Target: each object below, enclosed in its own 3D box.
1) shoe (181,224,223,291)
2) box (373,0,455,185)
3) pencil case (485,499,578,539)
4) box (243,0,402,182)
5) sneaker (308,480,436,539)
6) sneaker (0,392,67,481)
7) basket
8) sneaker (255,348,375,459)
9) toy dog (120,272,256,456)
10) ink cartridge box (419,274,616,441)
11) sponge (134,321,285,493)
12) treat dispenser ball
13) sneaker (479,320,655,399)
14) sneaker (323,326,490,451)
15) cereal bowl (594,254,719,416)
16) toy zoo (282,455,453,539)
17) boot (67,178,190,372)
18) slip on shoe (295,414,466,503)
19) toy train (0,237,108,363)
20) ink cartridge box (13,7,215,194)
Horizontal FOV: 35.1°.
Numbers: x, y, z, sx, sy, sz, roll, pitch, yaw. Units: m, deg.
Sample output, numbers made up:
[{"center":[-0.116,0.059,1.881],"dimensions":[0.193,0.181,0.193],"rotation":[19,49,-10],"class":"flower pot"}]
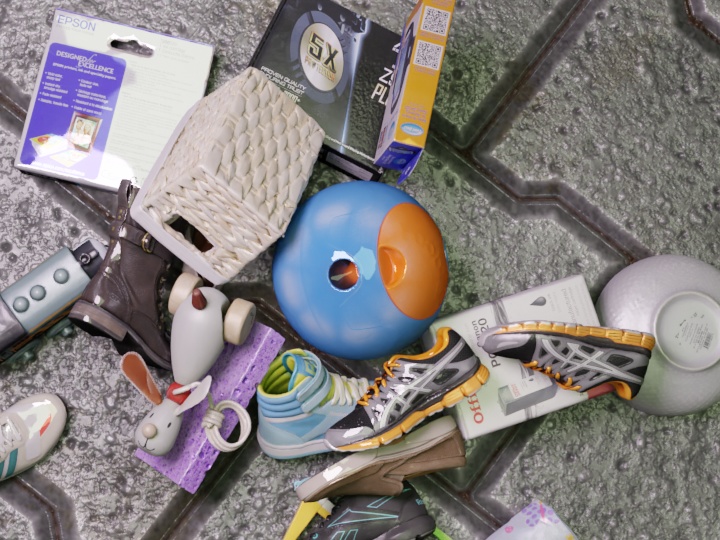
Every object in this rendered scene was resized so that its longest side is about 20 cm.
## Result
[{"center":[-0.171,-0.062,1.344],"dimensions":[0.070,0.053,0.201],"rotation":[6,82,-5],"class":"shoe"},{"center":[0.057,-0.199,1.269],"dimensions":[0.041,0.119,0.201],"rotation":[15,80,-7],"class":"box"},{"center":[0.162,0.354,1.307],"dimensions":[0.200,0.083,0.091],"rotation":[-40,129,-10],"class":"pencil case"},{"center":[-0.032,-0.220,1.365],"dimensions":[0.199,0.086,0.164],"rotation":[27,79,-2],"class":"box"},{"center":[-0.017,0.300,1.290],"dimensions":[0.199,0.075,0.080],"rotation":[-19,70,-15],"class":"sneaker"},{"center":[-0.416,0.205,1.260],"dimensions":[0.199,0.093,0.071],"rotation":[-31,87,-9],"class":"sneaker"},{"center":[-0.138,-0.109,1.248],"dimensions":[0.135,0.123,0.200],"rotation":[40,42,-21],"class":"basket"},{"center":[-0.026,0.138,1.290],"dimensions":[0.199,0.131,0.080],"rotation":[-15,41,-9],"class":"sneaker"},{"center":[-0.185,0.094,1.208],"dimensions":[0.131,0.096,0.201],"rotation":[-1,74,9],"class":"toy dog"},{"center":[0.185,0.103,1.346],"dimensions":[0.199,0.085,0.146],"rotation":[-18,84,-7],"class":"ink cartridge box"},{"center":[-0.171,0.145,1.290],"dimensions":[0.030,0.111,0.200],"rotation":[38,78,-35],"class":"sponge"},{"center":[0.000,0.000,1.280],"dimensions":[0.200,0.201,0.202],"rotation":[1,82,-6],"class":"treat dispenser ball"},{"center":[0.230,0.097,1.266],"dimensions":[0.199,0.078,0.078],"rotation":[7,88,-5],"class":"sneaker"},{"center":[0.042,0.134,1.252],"dimensions":[0.199,0.078,0.077],"rotation":[-29,96,-14],"class":"sneaker"},{"center":[0.383,0.075,1.373],"dimensions":[0.199,0.083,0.201],"rotation":[1,81,-6],"class":"cereal bowl"},{"center":[0.000,0.310,1.328],"dimensions":[0.200,0.020,0.131],"rotation":[38,80,0],"class":"toy zoo"},{"center":[-0.229,0.011,1.276],"dimensions":[0.069,0.200,0.175],"rotation":[11,70,32],"class":"boot"},{"center":[0.027,0.224,1.269],"dimensions":[0.199,0.076,0.061],"rotation":[-19,79,-23],"class":"slip on shoe"},{"center":[-0.357,0.035,1.279],"dimensions":[0.200,0.114,0.085],"rotation":[-35,88,-9],"class":"toy train"},{"center":[-0.287,-0.191,1.354],"dimensions":[0.197,0.043,0.201],"rotation":[13,83,-4],"class":"ink cartridge box"}]
